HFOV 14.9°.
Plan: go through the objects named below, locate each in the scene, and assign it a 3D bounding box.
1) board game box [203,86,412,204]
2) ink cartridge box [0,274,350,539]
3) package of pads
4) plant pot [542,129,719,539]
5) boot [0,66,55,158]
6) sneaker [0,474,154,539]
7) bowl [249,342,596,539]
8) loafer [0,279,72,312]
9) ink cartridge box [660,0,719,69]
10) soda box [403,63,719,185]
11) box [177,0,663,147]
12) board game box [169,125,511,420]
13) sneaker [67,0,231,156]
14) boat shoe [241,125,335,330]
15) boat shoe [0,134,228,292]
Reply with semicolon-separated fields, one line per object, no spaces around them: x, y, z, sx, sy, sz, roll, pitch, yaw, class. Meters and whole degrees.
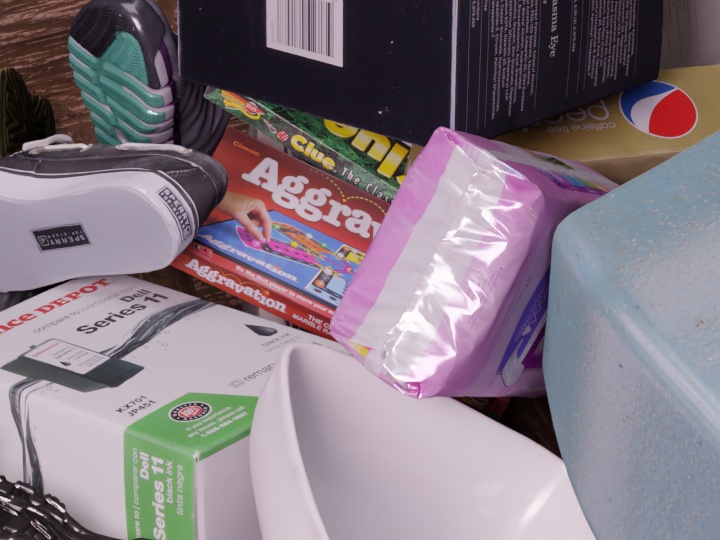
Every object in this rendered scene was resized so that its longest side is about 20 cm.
0.018;-0.080;1.579;0.200;0.023;0.105;32;46;1;board game box
-0.109;0.077;1.405;0.200;0.083;0.147;16;28;36;ink cartridge box
0.069;0.001;1.366;0.076;0.121;0.200;34;10;21;package of pads
0.191;0.047;1.292;0.196;0.197;0.200;-28;56;-22;plant pot
-0.292;-0.073;1.638;0.200;0.175;0.066;-4;84;4;boot
-0.126;0.164;1.287;0.200;0.079;0.074;24;21;13;sneaker
0.031;0.142;1.283;0.200;0.075;0.200;26;27;-29;bowl
-0.189;0.011;1.559;0.070;0.068;0.201;-6;33;18;loafer
0.240;-0.177;1.663;0.200;0.109;0.050;-27;42;-21;ink cartridge box
0.131;-0.063;1.535;0.200;0.068;0.064;-6;51;-19;soda box
0.033;-0.150;1.490;0.200;0.104;0.182;18;28;38;box
0.000;0.000;1.494;0.200;0.019;0.103;25;43;-2;board game box
-0.112;-0.112;1.579;0.074;0.200;0.088;38;66;18;sneaker
-0.017;-0.030;1.570;0.093;0.075;0.200;6;49;-7;boat shoe
-0.158;-0.039;1.473;0.199;0.074;0.068;-7;27;39;boat shoe
